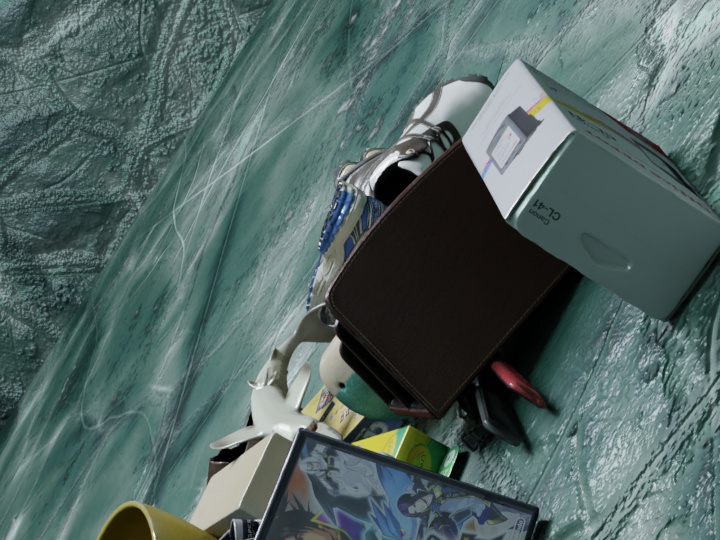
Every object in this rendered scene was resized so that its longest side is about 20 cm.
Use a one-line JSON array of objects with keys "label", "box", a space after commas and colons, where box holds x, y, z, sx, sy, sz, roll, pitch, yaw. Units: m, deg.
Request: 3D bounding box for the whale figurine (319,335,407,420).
[{"label": "whale figurine", "box": [0.056, 0.052, 1.533, 0.200, 0.104, 0.159, -41, -9, -34]}]

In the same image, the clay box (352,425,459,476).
[{"label": "clay box", "box": [0.006, 0.197, 1.462, 0.200, 0.047, 0.115, -30, 34, 63]}]

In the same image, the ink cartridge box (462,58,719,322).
[{"label": "ink cartridge box", "box": [0.167, -0.063, 1.273, 0.086, 0.147, 0.200, -56, 17, 13]}]

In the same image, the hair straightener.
[{"label": "hair straightener", "box": [0.093, 0.101, 1.388, 0.077, 0.041, 0.200, -57, 16, 5]}]

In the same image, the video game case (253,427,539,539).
[{"label": "video game case", "box": [0.008, 0.222, 1.184, 0.026, 0.180, 0.201, 95, -165, -59]}]

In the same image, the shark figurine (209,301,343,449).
[{"label": "shark figurine", "box": [-0.063, 0.128, 1.620, 0.128, 0.090, 0.215, -24, 31, 15]}]

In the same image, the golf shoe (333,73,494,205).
[{"label": "golf shoe", "box": [0.070, -0.117, 1.784, 0.200, 0.078, 0.095, -41, 29, -1]}]

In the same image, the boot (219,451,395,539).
[{"label": "boot", "box": [-0.055, 0.214, 1.361, 0.201, 0.095, 0.074, -59, 17, 0]}]

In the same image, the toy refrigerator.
[{"label": "toy refrigerator", "box": [-0.092, 0.211, 1.547, 0.076, 0.070, 0.200, -65, 11, -26]}]

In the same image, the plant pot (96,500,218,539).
[{"label": "plant pot", "box": [-0.151, 0.311, 1.515, 0.200, 0.141, 0.201, -41, 42, 51]}]

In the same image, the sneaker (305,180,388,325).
[{"label": "sneaker", "box": [0.000, 0.000, 1.662, 0.200, 0.085, 0.077, 103, -175, -59]}]

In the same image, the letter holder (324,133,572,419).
[{"label": "letter holder", "box": [0.063, -0.003, 1.403, 0.200, 0.142, 0.101, -47, 11, -14]}]

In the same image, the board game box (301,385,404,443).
[{"label": "board game box", "box": [-0.024, 0.155, 1.658, 0.200, 0.034, 0.136, -49, 18, 30]}]

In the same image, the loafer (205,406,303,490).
[{"label": "loafer", "box": [-0.131, 0.215, 1.806, 0.201, 0.071, 0.073, -58, 16, 3]}]
